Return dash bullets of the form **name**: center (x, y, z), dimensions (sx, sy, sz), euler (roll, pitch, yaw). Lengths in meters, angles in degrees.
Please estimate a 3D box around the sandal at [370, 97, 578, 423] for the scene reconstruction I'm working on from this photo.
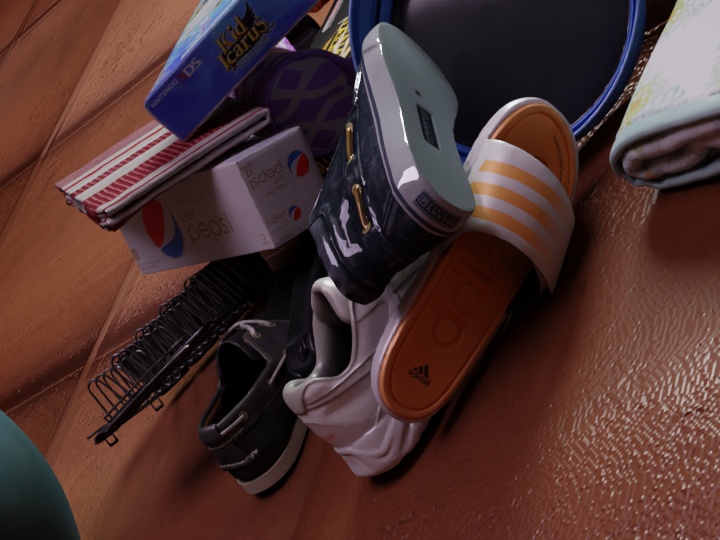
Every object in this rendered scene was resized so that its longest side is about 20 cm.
- **sandal**: center (0.080, 0.000, 1.059), dimensions (0.059, 0.079, 0.208), euler (12, 73, 62)

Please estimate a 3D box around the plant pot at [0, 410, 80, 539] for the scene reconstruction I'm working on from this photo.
- **plant pot**: center (-0.294, 0.216, 1.405), dimensions (0.200, 0.134, 0.201), euler (-43, 24, 25)

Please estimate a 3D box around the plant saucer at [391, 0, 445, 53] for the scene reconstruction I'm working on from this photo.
- **plant saucer**: center (0.026, -0.174, 1.299), dimensions (0.200, 0.035, 0.202), euler (176, 90, -83)

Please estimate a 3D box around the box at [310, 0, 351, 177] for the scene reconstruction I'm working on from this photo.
- **box**: center (0.006, -0.173, 1.486), dimensions (0.159, 0.049, 0.201), euler (-17, 42, 53)

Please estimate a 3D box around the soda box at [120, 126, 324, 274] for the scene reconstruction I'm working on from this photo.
- **soda box**: center (-0.106, -0.048, 1.331), dimensions (0.063, 0.069, 0.199), euler (-32, 13, -32)

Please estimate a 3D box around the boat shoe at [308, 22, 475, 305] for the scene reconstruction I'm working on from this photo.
- **boat shoe**: center (0.009, -0.069, 1.089), dimensions (0.091, 0.071, 0.201), euler (-43, 28, 24)

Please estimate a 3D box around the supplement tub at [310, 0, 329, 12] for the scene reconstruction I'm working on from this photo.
- **supplement tub**: center (-0.011, -0.335, 1.626), dimensions (0.200, 0.123, 0.122), euler (-51, 21, -14)

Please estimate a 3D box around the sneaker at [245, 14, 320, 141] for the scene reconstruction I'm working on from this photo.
- **sneaker**: center (-0.111, -0.143, 1.644), dimensions (0.115, 0.075, 0.201), euler (-9, 50, 63)

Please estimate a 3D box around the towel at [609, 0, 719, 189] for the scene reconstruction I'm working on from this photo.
- **towel**: center (0.231, -0.134, 0.986), dimensions (0.199, 0.048, 0.172), euler (-15, 41, 57)

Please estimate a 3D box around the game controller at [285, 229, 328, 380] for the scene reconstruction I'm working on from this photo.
- **game controller**: center (0.000, 0.000, 1.255), dimensions (0.103, 0.042, 0.201), euler (-18, 35, 17)

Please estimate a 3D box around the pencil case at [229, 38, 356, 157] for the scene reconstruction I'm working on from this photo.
- **pencil case**: center (-0.059, -0.141, 1.397), dimensions (0.086, 0.084, 0.200), euler (-47, 23, -5)

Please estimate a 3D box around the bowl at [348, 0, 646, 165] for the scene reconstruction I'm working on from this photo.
- **bowl**: center (0.089, -0.162, 1.160), dimensions (0.199, 0.039, 0.203), euler (-2, 86, 26)

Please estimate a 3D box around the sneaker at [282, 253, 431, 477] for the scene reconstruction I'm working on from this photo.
- **sneaker**: center (0.022, 0.019, 1.106), dimensions (0.078, 0.099, 0.201), euler (-9, 49, 60)

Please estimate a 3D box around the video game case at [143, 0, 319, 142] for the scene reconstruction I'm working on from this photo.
- **video game case**: center (-0.063, -0.208, 1.310), dimensions (0.200, 0.045, 0.182), euler (-42, 15, 29)

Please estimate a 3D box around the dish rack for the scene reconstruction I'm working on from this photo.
- **dish rack**: center (-0.140, 0.053, 1.363), dimensions (0.153, 0.055, 0.200), euler (-47, -1, 16)

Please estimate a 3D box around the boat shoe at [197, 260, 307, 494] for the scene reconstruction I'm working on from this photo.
- **boat shoe**: center (-0.064, 0.059, 1.268), dimensions (0.072, 0.067, 0.201), euler (-35, 27, 37)

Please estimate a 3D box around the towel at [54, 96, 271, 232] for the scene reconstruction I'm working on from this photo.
- **towel**: center (-0.147, -0.083, 1.342), dimensions (0.144, 0.023, 0.200), euler (-35, 17, -11)
